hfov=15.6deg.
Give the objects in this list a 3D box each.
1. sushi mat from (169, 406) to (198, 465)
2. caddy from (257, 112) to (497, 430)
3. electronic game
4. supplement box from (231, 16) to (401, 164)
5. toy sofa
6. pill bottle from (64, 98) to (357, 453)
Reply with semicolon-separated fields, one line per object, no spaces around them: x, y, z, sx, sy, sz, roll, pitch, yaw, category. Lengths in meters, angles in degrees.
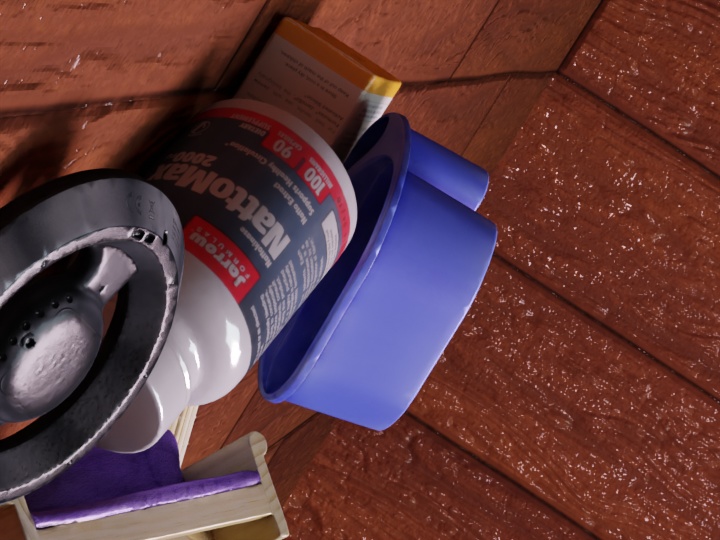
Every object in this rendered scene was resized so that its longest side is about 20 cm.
-0.152;0.092;1.676;0.200;0.095;0.012;111;-24;-61;sushi mat
0.000;0.000;1.621;0.201;0.104;0.142;-60;-164;26;caddy
-0.162;0.038;1.299;0.200;0.042;0.201;-37;149;-28;electronic game
-0.063;-0.056;1.663;0.201;0.073;0.126;-58;174;6;supplement box
-0.144;0.131;1.469;0.199;0.098;0.083;-7;163;-47;toy sofa
-0.097;0.005;1.485;0.200;0.119;0.120;-52;173;-40;pill bottle
